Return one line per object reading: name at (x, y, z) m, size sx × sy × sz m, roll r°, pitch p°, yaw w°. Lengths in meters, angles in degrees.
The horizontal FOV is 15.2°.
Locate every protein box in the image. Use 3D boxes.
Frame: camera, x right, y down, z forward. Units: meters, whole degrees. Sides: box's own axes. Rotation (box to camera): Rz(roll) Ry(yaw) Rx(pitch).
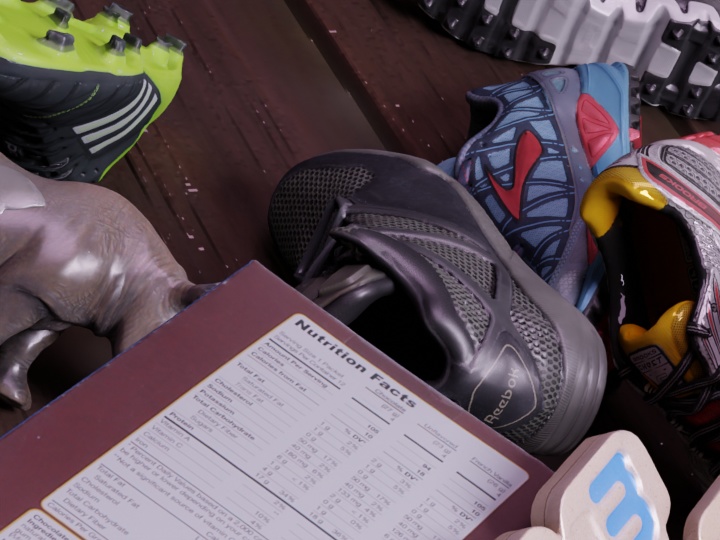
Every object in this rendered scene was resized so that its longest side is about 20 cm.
protein box at (-0.062, 0.142, 0.783) m, size 0.135 × 0.199 × 0.200 m, roll 35°, pitch 40°, yaw 16°

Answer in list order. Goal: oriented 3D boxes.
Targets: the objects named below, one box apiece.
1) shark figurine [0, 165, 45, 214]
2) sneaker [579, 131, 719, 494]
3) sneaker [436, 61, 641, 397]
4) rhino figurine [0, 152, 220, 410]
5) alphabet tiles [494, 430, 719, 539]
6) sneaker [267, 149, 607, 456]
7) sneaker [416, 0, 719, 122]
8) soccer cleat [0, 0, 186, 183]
shark figurine at (-0.142, 0.009, 0.902) m, size 0.089 × 0.128 × 0.215 m, roll -17°, pitch 74°, yaw -1°
sneaker at (0.136, 0.045, 1.052) m, size 0.082 × 0.078 × 0.200 m, roll -8°, pitch 73°, yaw -44°
sneaker at (0.073, -0.015, 1.160) m, size 0.095 × 0.079 × 0.200 m, roll 0°, pitch 36°, yaw 6°
rhino figurine at (-0.123, 0.004, 1.007) m, size 0.200 × 0.060 × 0.088 m, roll 25°, pitch 82°, yaw 3°
alphabet tiles at (0.091, 0.151, 0.765) m, size 0.196 × 0.015 × 0.200 m, roll -44°, pitch 112°, yaw -43°
sneaker at (0.000, 0.000, 1.051) m, size 0.114 × 0.076 × 0.199 m, roll 15°, pitch 21°, yaw -38°
sneaker at (0.104, -0.140, 1.320) m, size 0.200 × 0.067 × 0.091 m, roll 21°, pitch 34°, yaw -6°
soccer cleat at (-0.119, -0.065, 1.052) m, size 0.067 × 0.081 × 0.200 m, roll 30°, pitch 7°, yaw 10°
